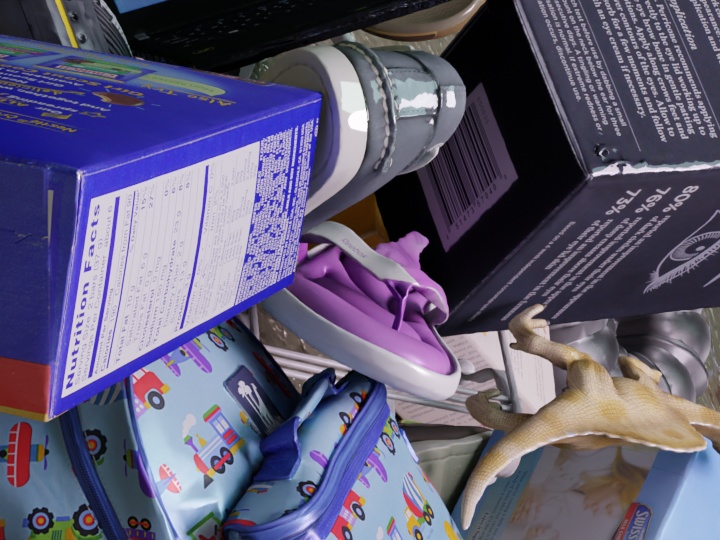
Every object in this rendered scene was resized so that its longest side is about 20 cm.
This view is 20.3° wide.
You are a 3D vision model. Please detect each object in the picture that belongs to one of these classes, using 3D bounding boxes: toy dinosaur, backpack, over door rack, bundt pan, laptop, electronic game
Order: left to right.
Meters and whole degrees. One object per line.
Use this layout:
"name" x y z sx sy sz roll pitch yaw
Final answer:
"electronic game" -0.114 -0.085 0.820 0.200 0.042 0.200 158 -90 -90
"backpack" -0.057 0.090 0.742 0.200 0.134 0.183 63 21 -6
"laptop" -0.026 -0.161 0.856 0.200 0.177 0.104 -152 -136 -69
"over door rack" 0.000 0.000 0.955 0.147 0.067 0.200 13 56 -23
"toy dinosaur" 0.096 0.059 0.860 0.200 0.101 0.058 -1 111 -41
"bundt pan" 0.157 0.031 1.299 0.202 0.076 0.202 16 66 -42

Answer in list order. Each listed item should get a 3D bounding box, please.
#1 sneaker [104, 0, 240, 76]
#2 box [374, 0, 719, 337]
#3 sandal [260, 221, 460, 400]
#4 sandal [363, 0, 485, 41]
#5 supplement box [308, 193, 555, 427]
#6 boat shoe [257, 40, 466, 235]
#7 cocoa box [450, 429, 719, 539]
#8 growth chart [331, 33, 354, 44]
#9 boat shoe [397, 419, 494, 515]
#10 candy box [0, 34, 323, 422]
"sneaker" -0.076 -0.141 0.929 0.070 0.090 0.200 66 0 -68
"box" 0.128 -0.053 0.922 0.200 0.148 0.105 -5 64 -32
"sandal" 0.004 0.003 0.808 0.082 0.050 0.203 22 8 -6
"sandal" -0.012 -0.208 1.144 0.200 0.080 0.054 48 -6 11
"supplement box" 0.030 0.003 1.111 0.200 0.073 0.126 47 30 -39
"boat shoe" -0.023 -0.043 0.785 0.062 0.200 0.073 -12 84 -25
"cocoa box" 0.106 0.185 0.952 0.131 0.133 0.200 53 51 -31
"growth chart" -0.048 -0.175 1.078 0.145 0.018 0.200 53 1 -28
"boat shoe" 0.031 0.108 1.023 0.201 0.060 0.072 18 88 -64
"candy box" -0.124 -0.025 0.626 0.200 0.169 0.077 -29 128 -69
